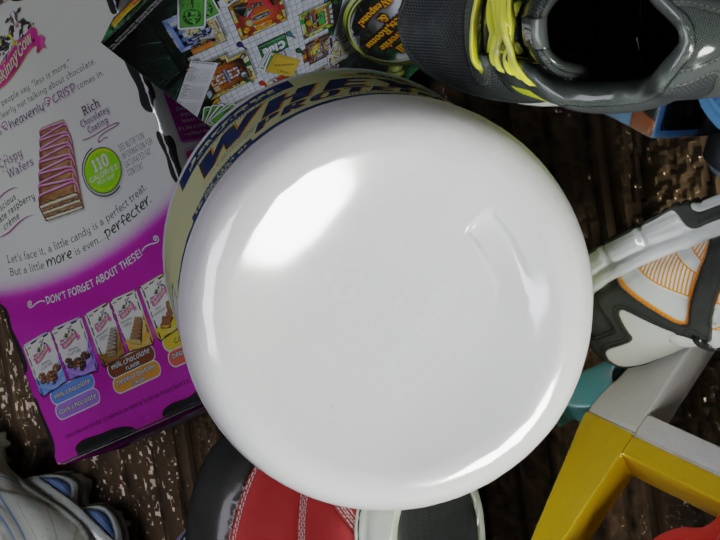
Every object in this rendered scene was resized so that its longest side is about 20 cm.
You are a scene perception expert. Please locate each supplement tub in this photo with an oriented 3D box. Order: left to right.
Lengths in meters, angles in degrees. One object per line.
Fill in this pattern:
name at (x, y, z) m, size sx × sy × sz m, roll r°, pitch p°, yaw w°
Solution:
supplement tub at (0.000, 0.000, 0.984) m, size 0.200 × 0.144 × 0.146 m, roll -130°, pitch 36°, yaw -79°

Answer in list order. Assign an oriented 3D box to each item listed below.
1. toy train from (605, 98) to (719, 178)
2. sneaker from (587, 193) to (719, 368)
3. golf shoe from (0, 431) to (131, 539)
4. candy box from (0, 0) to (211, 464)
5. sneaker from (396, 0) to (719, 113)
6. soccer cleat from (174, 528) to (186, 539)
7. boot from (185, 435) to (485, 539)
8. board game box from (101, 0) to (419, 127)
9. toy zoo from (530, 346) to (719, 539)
toy train at (0.141, -0.132, 0.936) m, size 0.114 × 0.086 × 0.201 m, roll 29°, pitch 117°, yaw 38°
sneaker at (0.142, 0.006, 0.911) m, size 0.200 × 0.073 × 0.080 m, roll -34°, pitch 73°, yaw 57°
golf shoe at (-0.205, 0.113, 1.260) m, size 0.200 × 0.097 × 0.079 m, roll 21°, pitch 113°, yaw 36°
candy box at (-0.107, -0.030, 1.173) m, size 0.136 × 0.061 × 0.201 m, roll -24°, pitch 84°, yaw 40°
sneaker at (0.072, -0.091, 0.897) m, size 0.200 × 0.084 × 0.075 m, roll 2°, pitch 99°, yaw 50°
soccer cleat at (-0.036, 0.108, 1.149) m, size 0.200 × 0.068 × 0.073 m, roll -31°, pitch 60°, yaw 40°
boot at (-0.016, 0.166, 1.055) m, size 0.144 × 0.072 × 0.201 m, roll 4°, pitch 99°, yaw 46°
board game box at (-0.007, -0.121, 1.061) m, size 0.105 × 0.024 × 0.200 m, roll 39°, pitch 129°, yaw -16°
toy zoo at (0.149, 0.086, 0.958) m, size 0.200 × 0.020 × 0.131 m, roll 24°, pitch 70°, yaw 33°
